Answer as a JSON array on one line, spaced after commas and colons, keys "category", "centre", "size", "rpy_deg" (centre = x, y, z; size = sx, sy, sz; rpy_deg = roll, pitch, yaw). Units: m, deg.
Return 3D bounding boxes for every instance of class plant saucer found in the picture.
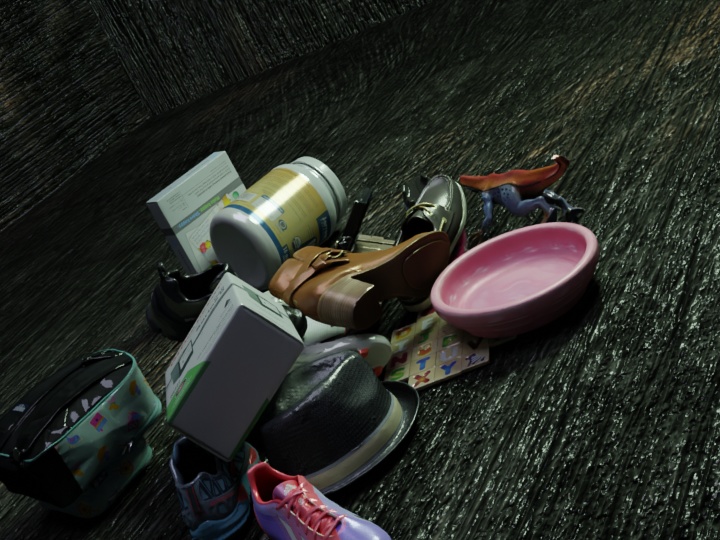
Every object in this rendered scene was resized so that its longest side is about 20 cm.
[{"category": "plant saucer", "centre": [0.178, 0.015, 1.268], "size": [0.198, 0.051, 0.201], "rpy_deg": [-22, 21, 9]}]

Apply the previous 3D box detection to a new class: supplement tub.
[{"category": "supplement tub", "centre": [-0.129, -0.079, 1.791], "size": [0.144, 0.146, 0.200], "rpy_deg": [-4, 31, 50]}]

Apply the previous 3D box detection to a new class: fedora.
[{"category": "fedora", "centre": [-0.038, 0.151, 1.172], "size": [0.198, 0.092, 0.201], "rpy_deg": [-25, 20, 10]}]

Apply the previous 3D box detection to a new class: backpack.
[{"category": "backpack", "centre": [-0.342, 0.198, 1.383], "size": [0.174, 0.154, 0.201], "rpy_deg": [-3, 41, 46]}]

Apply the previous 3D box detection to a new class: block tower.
[{"category": "block tower", "centre": [0.011, 0.003, 1.469], "size": [0.053, 0.059, 0.200], "rpy_deg": [7, 17, 3]}]

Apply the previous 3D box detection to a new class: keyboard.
[{"category": "keyboard", "centre": [-0.029, -0.008, 1.477], "size": [0.127, 0.020, 0.202], "rpy_deg": [-56, -11, -63]}]

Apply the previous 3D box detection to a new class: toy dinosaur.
[{"category": "toy dinosaur", "centre": [0.199, -0.109, 1.435], "size": [0.104, 0.202, 0.181], "rpy_deg": [-22, 45, -35]}]

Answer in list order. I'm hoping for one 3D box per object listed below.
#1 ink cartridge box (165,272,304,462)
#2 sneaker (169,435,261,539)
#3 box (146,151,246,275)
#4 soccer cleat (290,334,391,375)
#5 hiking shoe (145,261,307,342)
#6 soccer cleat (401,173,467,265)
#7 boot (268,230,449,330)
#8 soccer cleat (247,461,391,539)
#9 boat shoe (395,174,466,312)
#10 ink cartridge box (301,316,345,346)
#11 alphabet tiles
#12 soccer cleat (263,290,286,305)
[{"category": "ink cartridge box", "centre": [-0.143, 0.098, 1.215], "size": [0.147, 0.083, 0.200], "rpy_deg": [-58, 14, 2]}, {"category": "sneaker", "centre": [-0.159, 0.206, 1.199], "size": [0.078, 0.096, 0.200], "rpy_deg": [-27, 19, 2]}, {"category": "box", "centre": [-0.236, -0.067, 1.824], "size": [0.156, 0.202, 0.041], "rpy_deg": [-40, 24, -31]}, {"category": "soccer cleat", "centre": [-0.057, 0.112, 1.303], "size": [0.198, 0.069, 0.078], "rpy_deg": [-26, 40, 15]}, {"category": "hiking shoe", "centre": [-0.153, 0.043, 1.339], "size": [0.197, 0.101, 0.076], "rpy_deg": [7, 43, -16]}, {"category": "soccer cleat", "centre": [0.112, -0.049, 1.521], "size": [0.069, 0.087, 0.201], "rpy_deg": [-29, 42, 12]}, {"category": "boot", "centre": [0.000, 0.000, 1.340], "size": [0.154, 0.078, 0.199], "rpy_deg": [16, 45, 43]}, {"category": "soccer cleat", "centre": [-0.043, 0.227, 1.017], "size": [0.066, 0.077, 0.199], "rpy_deg": [-36, 21, -24]}, {"category": "boat shoe", "centre": [0.084, -0.048, 1.428], "size": [0.071, 0.061, 0.203], "rpy_deg": [-6, 52, 33]}, {"category": "ink cartridge box", "centre": [-0.097, 0.115, 1.413], "size": [0.198, 0.051, 0.109], "rpy_deg": [-24, 19, 9]}, {"category": "alphabet tiles", "centre": [0.105, 0.074, 1.302], "size": [0.164, 0.006, 0.201], "rpy_deg": [-23, 20, 17]}, {"category": "soccer cleat", "centre": [-0.112, 0.056, 1.558], "size": [0.077, 0.070, 0.200], "rpy_deg": [-6, 26, 41]}]
